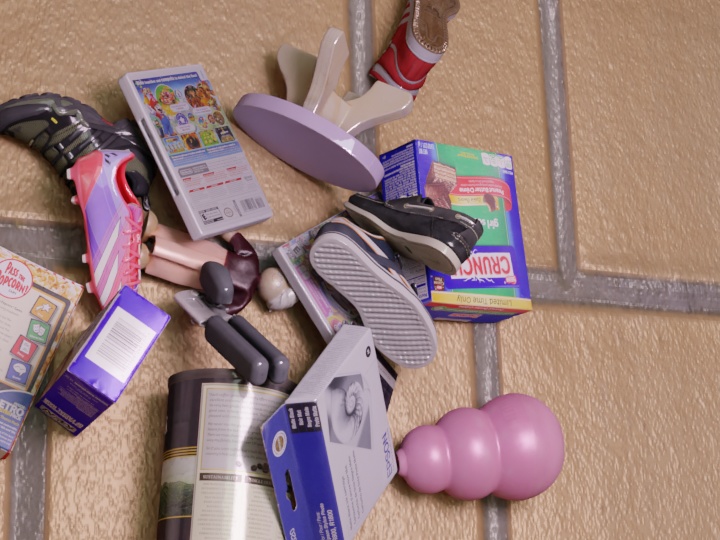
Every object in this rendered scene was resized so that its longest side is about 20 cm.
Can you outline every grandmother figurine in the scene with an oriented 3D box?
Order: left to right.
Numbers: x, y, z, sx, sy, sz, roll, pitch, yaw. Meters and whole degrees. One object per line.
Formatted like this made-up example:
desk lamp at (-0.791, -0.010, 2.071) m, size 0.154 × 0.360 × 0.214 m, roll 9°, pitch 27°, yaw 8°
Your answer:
grandmother figurine at (-0.159, 0.002, 1.714) m, size 0.197 × 0.060 × 0.123 m, roll 16°, pitch 78°, yaw -15°

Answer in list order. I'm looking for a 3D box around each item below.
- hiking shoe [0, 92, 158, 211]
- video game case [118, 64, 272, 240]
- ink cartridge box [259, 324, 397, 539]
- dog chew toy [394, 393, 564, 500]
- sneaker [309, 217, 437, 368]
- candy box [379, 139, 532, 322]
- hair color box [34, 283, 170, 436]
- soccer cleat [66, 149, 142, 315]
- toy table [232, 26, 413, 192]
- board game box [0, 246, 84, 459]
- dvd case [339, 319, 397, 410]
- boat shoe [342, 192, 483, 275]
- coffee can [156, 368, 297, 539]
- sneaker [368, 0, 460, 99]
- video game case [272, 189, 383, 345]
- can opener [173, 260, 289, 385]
hiking shoe at (-0.318, -0.131, 1.673) m, size 0.197 × 0.076 × 0.102 m, roll 13°, pitch 67°, yaw -20°
video game case at (-0.187, -0.139, 1.719) m, size 0.143 × 0.018 × 0.202 m, roll -20°, pitch 83°, yaw -57°
ink cartridge box at (-0.028, 0.194, 1.605) m, size 0.200 × 0.040 × 0.202 m, roll -50°, pitch 137°, yaw -49°
dog chew toy at (0.136, 0.212, 1.747) m, size 0.197 × 0.125 × 0.126 m, roll -5°, pitch 77°, yaw -16°
sneaker at (0.023, 0.019, 1.714) m, size 0.201 × 0.078 × 0.080 m, roll 51°, pitch 25°, yaw -19°
candy box at (0.115, -0.045, 1.812) m, size 0.167 × 0.077 × 0.203 m, roll 5°, pitch 74°, yaw -39°
hair color box at (-0.272, 0.097, 1.557) m, size 0.064 × 0.200 × 0.110 m, roll 35°, pitch 65°, yaw -8°
soccer cleat at (-0.266, -0.033, 1.639) m, size 0.075 × 0.067 × 0.203 m, roll -10°, pitch 100°, yaw 8°
toy table at (-0.039, -0.187, 1.763) m, size 0.198 × 0.184 × 0.118 m, roll 29°, pitch 71°, yaw 9°
board game box at (-0.403, 0.077, 1.593) m, size 0.150 × 0.046 × 0.202 m, roll 27°, pitch 66°, yaw -13°
dvd case at (-0.014, 0.179, 1.693) m, size 0.149 × 0.016 × 0.202 m, roll 51°, pitch 51°, yaw -54°
boat shoe at (0.058, -0.054, 1.716) m, size 0.068 × 0.199 × 0.072 m, roll -53°, pitch 132°, yaw -14°
coffee can at (-0.143, 0.220, 1.606) m, size 0.144 × 0.146 × 0.203 m, roll 9°, pitch 71°, yaw -20°
sneaker at (0.068, -0.292, 1.899) m, size 0.071 × 0.113 × 0.201 m, roll 29°, pitch 36°, yaw -10°
video game case at (0.000, 0.000, 1.773) m, size 0.199 × 0.018 × 0.144 m, roll -31°, pitch 88°, yaw -44°
can opener at (-0.140, 0.057, 1.601) m, size 0.052 × 0.200 × 0.067 m, roll -3°, pitch 119°, yaw -33°
